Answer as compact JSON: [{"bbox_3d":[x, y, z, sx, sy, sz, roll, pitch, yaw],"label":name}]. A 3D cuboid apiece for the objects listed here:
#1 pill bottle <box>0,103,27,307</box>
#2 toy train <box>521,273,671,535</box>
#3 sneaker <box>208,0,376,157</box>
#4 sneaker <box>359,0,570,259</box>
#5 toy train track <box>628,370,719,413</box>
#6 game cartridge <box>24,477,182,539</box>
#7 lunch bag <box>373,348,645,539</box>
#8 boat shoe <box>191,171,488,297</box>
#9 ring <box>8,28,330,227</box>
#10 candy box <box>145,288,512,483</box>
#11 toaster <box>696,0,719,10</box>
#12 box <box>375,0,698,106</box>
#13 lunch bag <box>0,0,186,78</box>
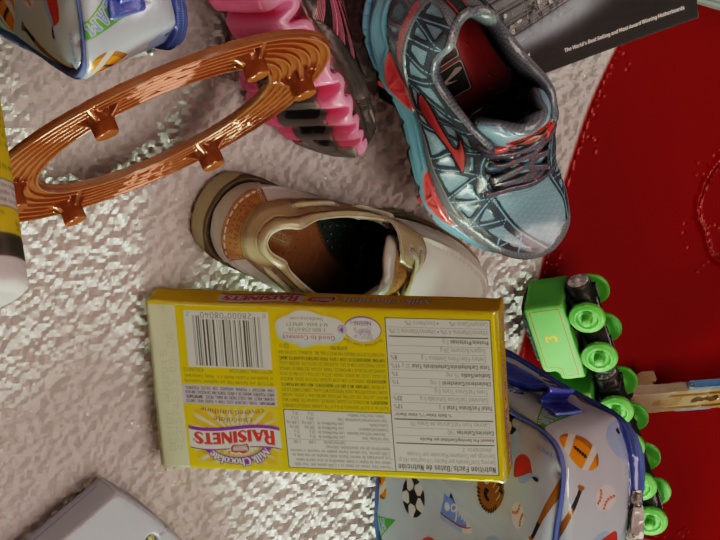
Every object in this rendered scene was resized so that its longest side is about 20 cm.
[{"bbox_3d":[-0.229,-0.078,1.426,0.114,0.114,0.201,-5,81,-33],"label":"pill bottle"},{"bbox_3d":[0.144,0.086,1.814,0.056,0.042,0.201,-8,124,17],"label":"toy train"},{"bbox_3d":[-0.032,-0.150,1.608,0.096,0.079,0.201,-54,134,-31],"label":"sneaker"},{"bbox_3d":[0.068,-0.075,1.617,0.079,0.095,0.200,-40,124,-14],"label":"sneaker"},{"bbox_3d":[0.250,0.066,1.887,0.199,0.033,0.115,-4,146,-25],"label":"toy train track"},{"bbox_3d":[-0.135,0.218,1.686,0.133,0.041,0.201,-37,124,-13],"label":"game cartridge"},{"bbox_3d":[0.086,0.127,1.697,0.075,0.200,0.161,-5,109,-33],"label":"lunch bag"},{"bbox_3d":[0.000,0.000,1.677,0.199,0.068,0.075,14,99,-37],"label":"boat shoe"},{"bbox_3d":[-0.103,-0.068,1.521,0.199,0.200,0.019,-20,79,-27],"label":"ring"},{"bbox_3d":[-0.017,0.062,1.631,0.026,0.199,0.103,-59,148,-62],"label":"candy box"},{"bbox_3d":[0.278,-0.236,1.749,0.199,0.118,0.182,1,105,-34],"label":"toaster"},{"bbox_3d":[0.094,-0.193,1.682,0.199,0.050,0.159,-21,118,-26],"label":"box"},{"bbox_3d":[-0.146,-0.194,1.442,0.075,0.160,0.201,-22,117,-25],"label":"lunch bag"}]
